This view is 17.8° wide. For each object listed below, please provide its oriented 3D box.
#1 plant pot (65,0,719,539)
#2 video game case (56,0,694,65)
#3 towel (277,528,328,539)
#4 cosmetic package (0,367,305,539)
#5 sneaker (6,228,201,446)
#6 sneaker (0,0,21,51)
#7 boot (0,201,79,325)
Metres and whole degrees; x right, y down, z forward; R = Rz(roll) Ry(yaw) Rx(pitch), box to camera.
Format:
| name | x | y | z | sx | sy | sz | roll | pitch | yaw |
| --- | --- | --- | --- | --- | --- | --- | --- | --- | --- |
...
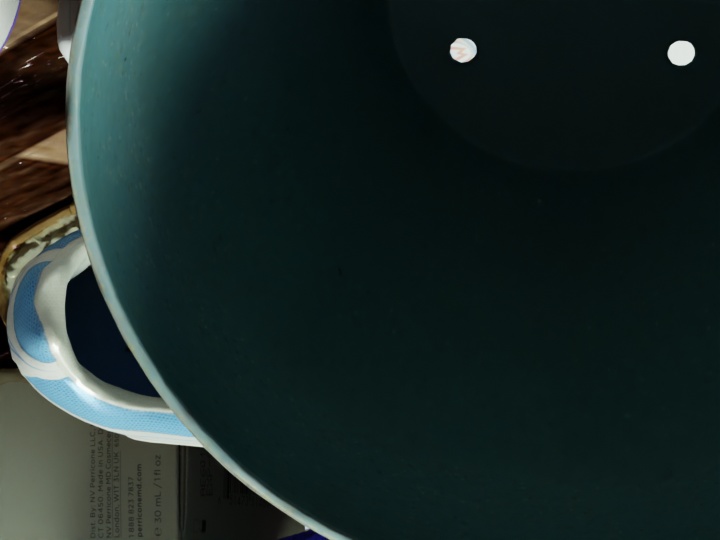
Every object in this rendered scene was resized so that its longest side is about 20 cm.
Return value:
| name | x | y | z | sx | sy | sz | roll | pitch | yaw |
| --- | --- | --- | --- | --- | --- | --- | --- | --- | --- |
| plant pot | 0.046 | -0.047 | 0.515 | 0.200 | 0.200 | 0.135 | -17 | -161 | 12 |
| video game case | 0.030 | -0.034 | 0.670 | 0.182 | 0.024 | 0.200 | -9 | 149 | 10 |
| towel | 0.012 | 0.095 | 0.757 | 0.148 | 0.050 | 0.200 | -5 | 166 | -38 |
| cosmetic package | -0.131 | 0.077 | 0.877 | 0.200 | 0.073 | 0.104 | -3 | 172 | 24 |
| sneaker | -0.001 | 0.018 | 0.655 | 0.200 | 0.072 | 0.072 | -1 | 176 | -2 |
| sneaker | -0.134 | -0.039 | 0.559 | 0.200 | 0.081 | 0.146 | -24 | 170 | 23 |
| boot | 0.000 | 0.000 | 0.822 | 0.175 | 0.066 | 0.200 | -23 | 161 | 30 |
